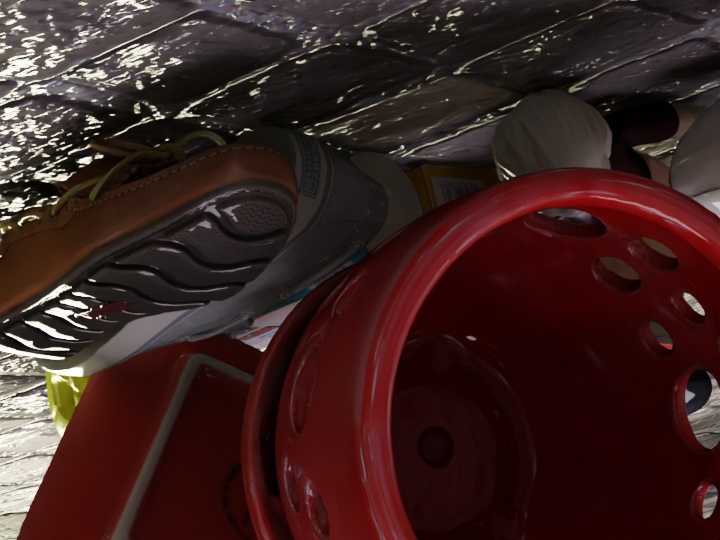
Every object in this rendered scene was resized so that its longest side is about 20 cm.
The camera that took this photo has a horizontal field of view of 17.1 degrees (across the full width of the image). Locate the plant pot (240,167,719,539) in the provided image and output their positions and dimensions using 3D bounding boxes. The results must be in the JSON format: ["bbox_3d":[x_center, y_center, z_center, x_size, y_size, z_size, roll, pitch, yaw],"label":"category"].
[{"bbox_3d":[0.055,0.072,0.959,0.200,0.201,0.182,-7,175,-26],"label":"plant pot"}]

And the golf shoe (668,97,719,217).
[{"bbox_3d":[0.224,-0.077,1.026,0.199,0.073,0.092,-23,168,6],"label":"golf shoe"}]

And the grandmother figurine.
[{"bbox_3d":[0.111,-0.032,1.102,0.060,0.122,0.200,26,176,27],"label":"grandmother figurine"}]

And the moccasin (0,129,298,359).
[{"bbox_3d":[-0.091,-0.020,0.964,0.073,0.078,0.201,11,161,-27],"label":"moccasin"}]

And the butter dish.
[{"bbox_3d":[-0.060,0.148,1.099,0.199,0.200,0.148,24,131,-5],"label":"butter dish"}]

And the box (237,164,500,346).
[{"bbox_3d":[0.000,0.000,1.202,0.200,0.042,0.119,-26,163,38],"label":"box"}]

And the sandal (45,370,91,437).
[{"bbox_3d":[-0.088,0.068,1.246,0.087,0.080,0.200,-18,-156,-28],"label":"sandal"}]

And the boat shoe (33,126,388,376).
[{"bbox_3d":[-0.067,0.003,1.043,0.071,0.070,0.201,23,144,-35],"label":"boat shoe"}]

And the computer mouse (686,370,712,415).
[{"bbox_3d":[0.227,0.120,1.986,0.058,0.034,0.200,-8,167,-27],"label":"computer mouse"}]

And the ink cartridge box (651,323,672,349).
[{"bbox_3d":[0.122,0.045,1.154,0.199,0.057,0.162,11,-173,23],"label":"ink cartridge box"}]

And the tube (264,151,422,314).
[{"bbox_3d":[-0.057,-0.001,1.120,0.077,0.051,0.200,36,141,-31],"label":"tube"}]
